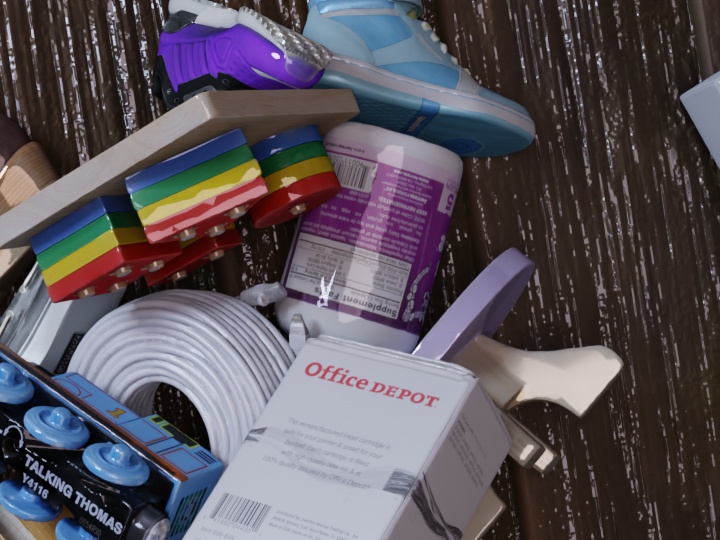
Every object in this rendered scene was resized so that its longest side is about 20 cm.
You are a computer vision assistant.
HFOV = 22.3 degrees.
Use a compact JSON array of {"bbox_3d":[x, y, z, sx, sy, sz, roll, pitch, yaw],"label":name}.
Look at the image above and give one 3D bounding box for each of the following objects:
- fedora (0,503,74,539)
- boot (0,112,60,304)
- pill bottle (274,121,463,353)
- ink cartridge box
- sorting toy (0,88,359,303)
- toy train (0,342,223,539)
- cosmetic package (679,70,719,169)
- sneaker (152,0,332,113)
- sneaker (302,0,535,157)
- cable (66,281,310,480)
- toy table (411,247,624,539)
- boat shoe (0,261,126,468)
[{"bbox_3d":[-0.210,0.214,1.300,0.082,0.200,0.201,-38,92,-18],"label":"fedora"},{"bbox_3d":[-0.325,-0.041,1.355,0.200,0.072,0.166,-45,80,-1],"label":"boot"},{"bbox_3d":[0.000,0.000,1.340,0.111,0.112,0.202,15,89,-3],"label":"pill bottle"},{"bbox_3d":[-0.012,0.152,1.186,0.145,0.085,0.201,11,59,36],"label":"ink cartridge box"},{"bbox_3d":[-0.114,-0.048,1.251,0.198,0.199,0.070,-28,82,28],"label":"sorting toy"},{"bbox_3d":[-0.195,0.125,1.248,0.199,0.114,0.087,31,109,22],"label":"toy train"},{"bbox_3d":[0.379,-0.099,1.359,0.198,0.123,0.201,-30,93,-3],"label":"cosmetic package"},{"bbox_3d":[-0.092,-0.134,1.307,0.069,0.200,0.100,22,92,-33],"label":"sneaker"},{"bbox_3d":[0.046,-0.166,1.364,0.198,0.079,0.132,15,67,-23],"label":"sneaker"},{"bbox_3d":[-0.125,0.114,1.311,0.198,0.069,0.202,-5,96,30],"label":"cable"},{"bbox_3d":[0.092,0.098,1.323,0.117,0.184,0.201,40,102,13],"label":"toy table"},{"bbox_3d":[-0.245,0.062,1.353,0.064,0.071,0.201,37,96,30],"label":"boat shoe"}]
